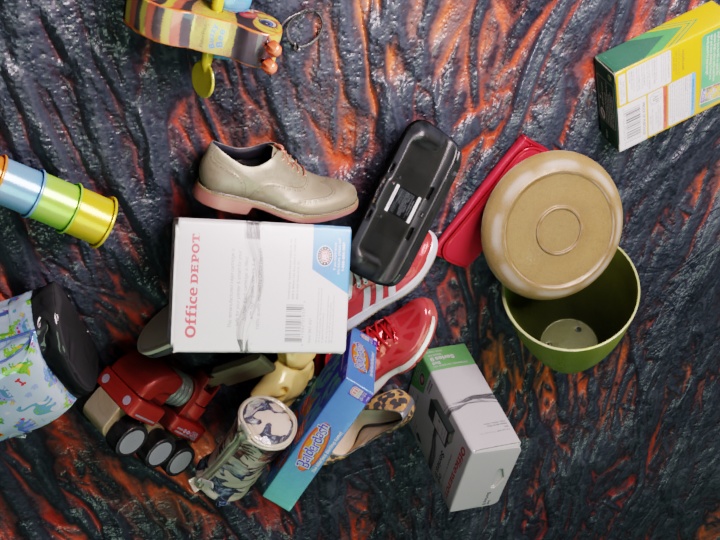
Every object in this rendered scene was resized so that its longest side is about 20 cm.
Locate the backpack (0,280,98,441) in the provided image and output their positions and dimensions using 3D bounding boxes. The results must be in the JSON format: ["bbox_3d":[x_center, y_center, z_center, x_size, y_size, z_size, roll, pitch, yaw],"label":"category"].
[{"bbox_3d":[-0.415,0.118,0.947,0.198,0.155,0.164,-7,140,-3],"label":"backpack"}]

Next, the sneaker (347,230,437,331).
[{"bbox_3d":[0.000,0.000,1.078,0.200,0.072,0.112,-39,138,13],"label":"sneaker"}]

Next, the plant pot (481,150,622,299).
[{"bbox_3d":[0.256,-0.054,1.099,0.198,0.028,0.202,-3,107,-9],"label":"plant pot"}]

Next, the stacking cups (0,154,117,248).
[{"bbox_3d":[-0.348,-0.089,0.849,0.199,0.061,0.061,28,114,-35],"label":"stacking cups"}]

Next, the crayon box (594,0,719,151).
[{"bbox_3d":[0.399,-0.251,1.064,0.198,0.052,0.126,-25,135,-3],"label":"crayon box"}]

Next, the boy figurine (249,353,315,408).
[{"bbox_3d":[-0.112,0.154,1.155,0.124,0.064,0.201,-26,144,-50],"label":"boy figurine"}]

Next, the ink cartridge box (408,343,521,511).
[{"bbox_3d":[0.147,0.235,1.265,0.083,0.201,0.147,-5,131,-20],"label":"ink cartridge box"}]

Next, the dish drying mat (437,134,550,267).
[{"bbox_3d":[0.179,-0.087,1.125,0.076,0.018,0.201,19,119,-38],"label":"dish drying mat"}]

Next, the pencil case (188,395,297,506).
[{"bbox_3d":[-0.154,0.237,1.102,0.089,0.078,0.200,-26,162,-42],"label":"pencil case"}]

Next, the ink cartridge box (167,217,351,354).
[{"bbox_3d":[-0.118,0.017,0.966,0.198,0.084,0.147,2,94,-17],"label":"ink cartridge box"}]

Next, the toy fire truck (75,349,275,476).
[{"bbox_3d":[-0.228,0.154,1.080,0.201,0.128,0.176,-51,148,-7],"label":"toy fire truck"}]

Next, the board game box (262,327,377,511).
[{"bbox_3d":[-0.050,0.189,1.093,0.045,0.152,0.201,31,107,-8],"label":"board game box"}]

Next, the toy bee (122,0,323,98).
[{"bbox_3d":[-0.117,-0.231,0.791,0.198,0.109,0.132,-16,132,-12],"label":"toy bee"}]

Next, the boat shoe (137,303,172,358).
[{"bbox_3d":[-0.180,0.058,1.042,0.199,0.073,0.063,-32,133,-3],"label":"boat shoe"}]

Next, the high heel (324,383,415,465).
[{"bbox_3d":[-0.011,0.238,1.232,0.199,0.143,0.072,-36,95,-4],"label":"high heel"}]

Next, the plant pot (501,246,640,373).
[{"bbox_3d":[0.305,0.070,1.234,0.186,0.188,0.200,-26,150,-2],"label":"plant pot"}]

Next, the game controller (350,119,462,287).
[{"bbox_3d":[0.053,-0.079,1.013,0.104,0.042,0.201,25,92,-37],"label":"game controller"}]

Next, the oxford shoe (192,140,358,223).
[{"bbox_3d":[-0.085,-0.103,0.949,0.198,0.071,0.075,2,121,-30],"label":"oxford shoe"}]

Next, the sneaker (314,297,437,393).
[{"bbox_3d":[0.012,0.106,1.175,0.115,0.079,0.200,22,116,-39],"label":"sneaker"}]
